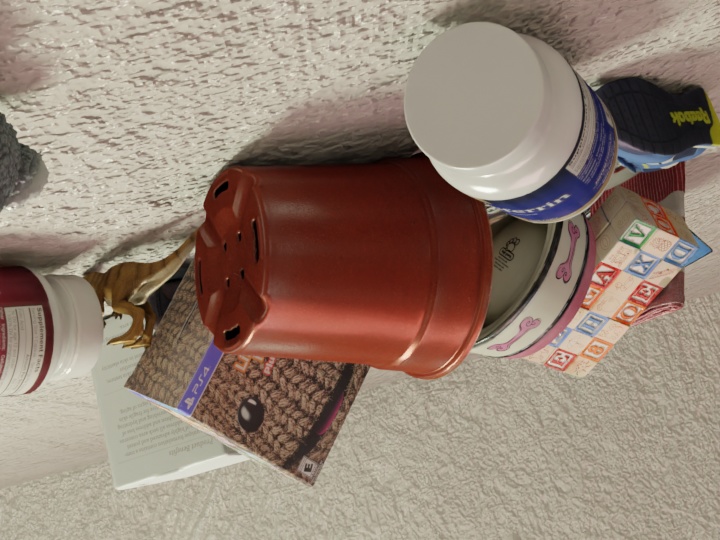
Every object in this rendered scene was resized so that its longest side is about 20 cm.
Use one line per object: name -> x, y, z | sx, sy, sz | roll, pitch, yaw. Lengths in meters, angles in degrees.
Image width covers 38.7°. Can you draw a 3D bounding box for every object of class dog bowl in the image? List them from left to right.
dog bowl -> 0.151, -0.002, 1.021 | 0.073, 0.202, 0.199 | 27, 147, -25

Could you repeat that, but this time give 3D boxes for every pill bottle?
pill bottle -> -0.331, 0.054, 0.887 | 0.114, 0.116, 0.199 | -24, 166, 38
pill bottle -> 0.110, -0.102, 0.732 | 0.115, 0.117, 0.199 | -20, 167, 22

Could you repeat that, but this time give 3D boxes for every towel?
towel -> 0.302, -0.036, 1.128 | 0.023, 0.202, 0.144 | 18, 155, -23

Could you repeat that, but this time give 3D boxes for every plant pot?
plant pot -> -0.025, -0.006, 0.860 | 0.193, 0.203, 0.200 | 1, 162, -31

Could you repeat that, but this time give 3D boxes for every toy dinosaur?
toy dinosaur -> -0.208, 0.015, 0.953 | 0.198, 0.108, 0.060 | -15, 166, 36

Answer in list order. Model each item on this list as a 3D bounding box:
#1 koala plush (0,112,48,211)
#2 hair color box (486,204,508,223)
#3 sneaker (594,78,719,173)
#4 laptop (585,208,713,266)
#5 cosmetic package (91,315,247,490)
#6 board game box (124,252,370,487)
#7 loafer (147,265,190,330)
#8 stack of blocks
koala plush -> -0.266, -0.035, 0.532 | 0.199, 0.184, 0.178 | -35, 158, -7
hair color box -> 0.092, -0.074, 0.974 | 0.110, 0.065, 0.199 | -7, 167, -38
sneaker -> 0.255, -0.124, 0.933 | 0.199, 0.075, 0.082 | -2, 165, -45
laptop -> 0.305, -0.033, 1.312 | 0.198, 0.117, 0.187 | -13, 168, -11
cosmetic package -> -0.210, 0.144, 1.256 | 0.166, 0.202, 0.166 | -19, 168, 22
board game box -> -0.104, 0.097, 1.026 | 0.096, 0.161, 0.200 | 10, 159, 47
loafer -> -0.163, 0.031, 1.128 | 0.071, 0.064, 0.199 | -24, 166, 38
stack of blocks -> 0.238, 0.012, 1.064 | 0.114, 0.059, 0.201 | 19, 124, -23
